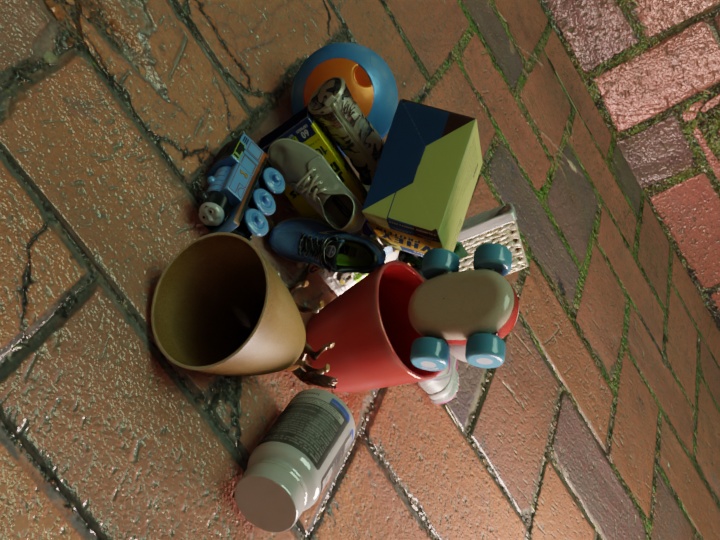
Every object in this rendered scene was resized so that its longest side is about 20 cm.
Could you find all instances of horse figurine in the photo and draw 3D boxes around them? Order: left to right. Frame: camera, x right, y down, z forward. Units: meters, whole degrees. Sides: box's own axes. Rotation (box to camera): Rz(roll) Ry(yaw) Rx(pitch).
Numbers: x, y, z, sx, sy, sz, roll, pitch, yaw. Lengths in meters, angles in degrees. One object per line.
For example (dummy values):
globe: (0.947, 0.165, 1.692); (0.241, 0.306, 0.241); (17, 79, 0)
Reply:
horse figurine: (-0.099, 0.095, 1.421); (0.050, 0.131, 0.204); (-21, 98, -45)

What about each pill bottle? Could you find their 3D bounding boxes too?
pill bottle: (-0.092, 0.267, 1.306); (0.115, 0.113, 0.200); (58, 32, -12)

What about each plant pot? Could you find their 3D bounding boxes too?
plant pot: (-0.161, 0.070, 1.295); (0.200, 0.183, 0.190); (38, 39, -59)
plant pot: (0.017, 0.107, 1.514); (0.200, 0.175, 0.203); (35, 44, -41)

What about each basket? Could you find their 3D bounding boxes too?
basket: (0.243, -0.044, 1.917); (0.136, 0.197, 0.125); (-59, 129, -76)

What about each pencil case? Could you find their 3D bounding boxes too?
pencil case: (-0.014, -0.235, 1.570); (0.201, 0.078, 0.090); (51, -1, -38)

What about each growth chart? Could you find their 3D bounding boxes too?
growth chart: (0.000, 0.000, 1.605); (0.200, 0.144, 0.018); (44, 13, -35)

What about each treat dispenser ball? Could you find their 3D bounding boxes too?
treat dispenser ball: (-0.029, -0.314, 1.695); (0.200, 0.199, 0.204); (34, 44, -40)

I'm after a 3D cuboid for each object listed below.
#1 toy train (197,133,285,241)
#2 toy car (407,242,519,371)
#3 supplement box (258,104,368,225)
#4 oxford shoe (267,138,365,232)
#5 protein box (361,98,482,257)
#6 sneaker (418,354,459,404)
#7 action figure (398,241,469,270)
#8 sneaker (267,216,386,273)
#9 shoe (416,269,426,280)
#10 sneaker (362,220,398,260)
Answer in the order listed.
toy train: (-0.192, -0.116, 1.438); (0.114, 0.086, 0.202); (41, 39, -22)
toy car: (0.186, 0.088, 1.472); (0.200, 0.174, 0.187); (45, 46, -50)
supplement box: (-0.076, -0.162, 1.582); (0.201, 0.108, 0.110); (54, 10, -18)
oxford shoe: (-0.072, -0.138, 1.486); (0.200, 0.075, 0.058); (44, 18, 3)
protein box: (0.109, -0.143, 1.546); (0.200, 0.133, 0.202); (51, 57, -73)
sneaker: (0.147, 0.150, 1.772); (0.088, 0.080, 0.202); (43, 38, -35)
action figure: (0.108, -0.028, 1.743); (0.117, 0.200, 0.055); (30, 72, -14)
sneaker: (-0.055, -0.041, 1.502); (0.089, 0.196, 0.080); (-50, 150, -85)
shoe: (0.103, 0.059, 1.782); (0.072, 0.091, 0.200); (50, 5, -10)
sneaker: (0.026, -0.025, 1.714); (0.082, 0.081, 0.203); (16, 51, -32)
